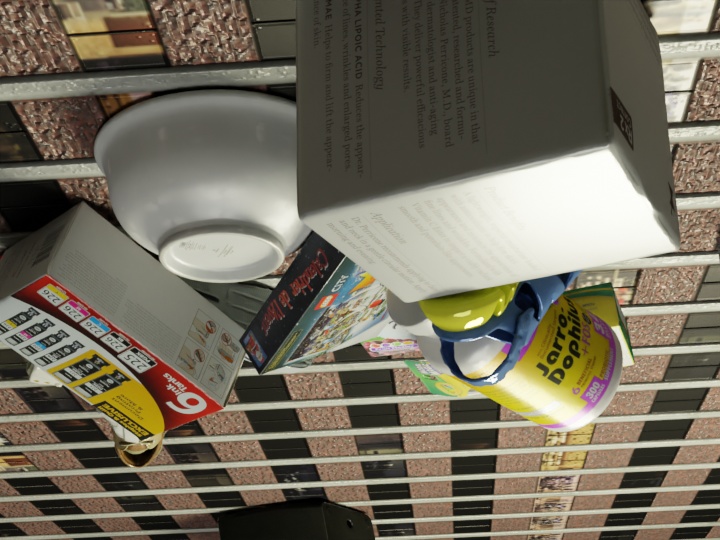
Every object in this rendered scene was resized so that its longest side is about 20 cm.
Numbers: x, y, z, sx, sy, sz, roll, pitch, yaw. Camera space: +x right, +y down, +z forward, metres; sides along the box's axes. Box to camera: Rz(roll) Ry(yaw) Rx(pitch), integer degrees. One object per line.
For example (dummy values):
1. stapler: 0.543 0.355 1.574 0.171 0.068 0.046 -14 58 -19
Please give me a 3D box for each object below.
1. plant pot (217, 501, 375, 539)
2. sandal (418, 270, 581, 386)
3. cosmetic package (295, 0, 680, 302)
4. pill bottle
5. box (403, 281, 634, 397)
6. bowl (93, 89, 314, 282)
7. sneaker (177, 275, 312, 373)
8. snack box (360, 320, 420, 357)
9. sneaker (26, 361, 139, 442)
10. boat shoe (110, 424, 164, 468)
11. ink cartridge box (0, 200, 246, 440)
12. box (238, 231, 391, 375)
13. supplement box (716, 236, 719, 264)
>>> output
1. plant pot: -0.076 0.455 2.153 0.176 0.201 0.200 -27 148 25
2. sandal: 0.109 0.018 1.042 0.079 0.088 0.200 12 -150 37
3. cosmetic package: 0.081 -0.096 0.894 0.198 0.167 0.165 -11 156 22
4. pill bottle: 0.115 0.050 1.143 0.199 0.105 0.104 29 143 -35
5. box: 0.144 0.069 1.304 0.198 0.049 0.117 -13 155 12
6. bowl: -0.105 -0.050 1.084 0.199 0.091 0.201 -2 157 -1
7. sneaker: -0.132 0.047 1.343 0.199 0.074 0.070 30 145 -35
8. snack box: 0.087 0.025 1.318 0.198 0.053 0.142 -9 155 13
9. sneaker: -0.277 0.103 1.437 0.114 0.074 0.201 1 139 -1
10. boat shoe: -0.247 0.169 1.598 0.075 0.075 0.200 0 155 -5
11. ink cartridge box: -0.228 0.056 1.245 0.200 0.084 0.175 40 139 -25
12. box: 0.000 0.000 1.146 0.136 0.038 0.200 -15 153 -41
13. supplement box: 0.421 0.009 1.299 0.108 0.061 0.199 -21 151 36
